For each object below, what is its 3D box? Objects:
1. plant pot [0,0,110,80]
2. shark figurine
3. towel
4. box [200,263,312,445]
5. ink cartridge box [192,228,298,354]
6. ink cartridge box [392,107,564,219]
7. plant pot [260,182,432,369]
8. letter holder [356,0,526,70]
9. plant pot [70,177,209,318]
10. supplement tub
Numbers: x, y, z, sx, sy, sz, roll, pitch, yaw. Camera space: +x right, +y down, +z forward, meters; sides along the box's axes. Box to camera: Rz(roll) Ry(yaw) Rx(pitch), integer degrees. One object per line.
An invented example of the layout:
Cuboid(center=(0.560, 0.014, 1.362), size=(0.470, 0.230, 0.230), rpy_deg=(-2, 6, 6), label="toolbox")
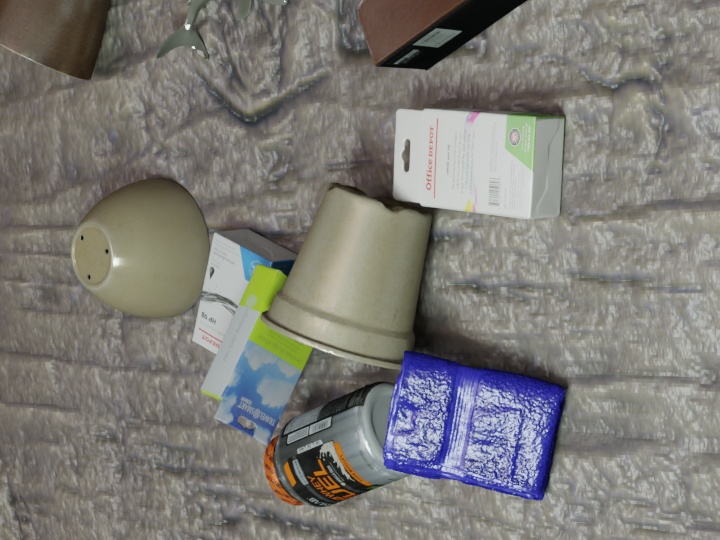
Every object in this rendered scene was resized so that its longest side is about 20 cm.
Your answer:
Cuboid(center=(-0.432, -0.405, 2.142), size=(0.186, 0.186, 0.201), rpy_deg=(32, 100, 33), label="plant pot")
Cuboid(center=(-0.200, -0.372, 1.989), size=(0.214, 0.089, 0.129), rpy_deg=(-24, 78, 38), label="shark figurine")
Cuboid(center=(0.129, 0.184, 1.737), size=(0.198, 0.050, 0.149), rpy_deg=(11, 105, 9), label="towel")
Cuboid(center=(-0.123, 0.108, 1.906), size=(0.047, 0.122, 0.201), rpy_deg=(17, 78, 40), label="box")
Cuboid(center=(-0.156, 0.059, 2.013), size=(0.115, 0.066, 0.202), rpy_deg=(26, 111, 35), label="ink cartridge box")
Cuboid(center=(0.135, -0.128, 1.739), size=(0.199, 0.067, 0.118), rpy_deg=(10, 102, 39), label="ink cartridge box")
Cuboid(center=(0.000, 0.000, 1.809), size=(0.200, 0.200, 0.185), rpy_deg=(22, 98, 37), label="plant pot")
Cuboid(center=(0.092, -0.344, 1.731), size=(0.199, 0.100, 0.143), rpy_deg=(-30, 74, 39), label="letter holder")
Cuboid(center=(-0.328, -0.028, 2.108), size=(0.199, 0.134, 0.202), rpy_deg=(5, 98, 40), label="plant pot")
Cuboid(center=(-0.023, 0.225, 1.883), size=(0.199, 0.122, 0.123), rpy_deg=(-28, 77, 40), label="supplement tub")
